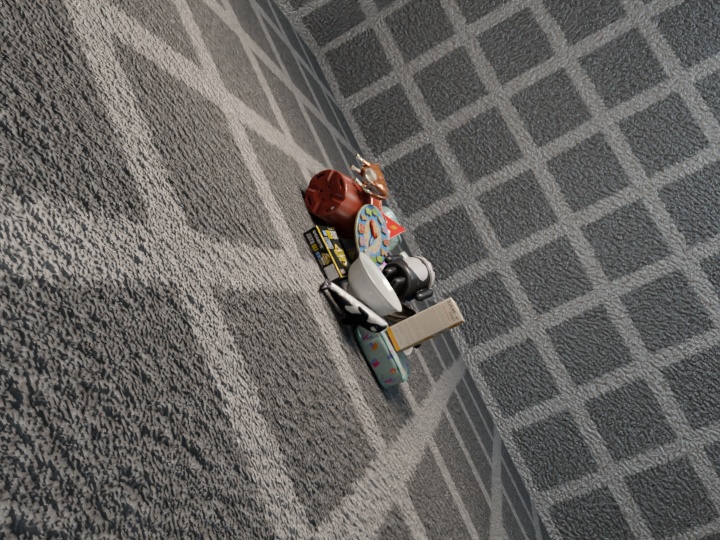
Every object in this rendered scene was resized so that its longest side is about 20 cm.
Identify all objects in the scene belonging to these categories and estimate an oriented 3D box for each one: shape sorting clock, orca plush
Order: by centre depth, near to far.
[{"bbox_3d":[-0.029,0.108,1.367,0.200,0.071,0.105,36,2,-18],"label":"orca plush"},{"bbox_3d":[0.038,-0.105,1.641,0.200,0.039,0.201,11,76,-54],"label":"shape sorting clock"}]

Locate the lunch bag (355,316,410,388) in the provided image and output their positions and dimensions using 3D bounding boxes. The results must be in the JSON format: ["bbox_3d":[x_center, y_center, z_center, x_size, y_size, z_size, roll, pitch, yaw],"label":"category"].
[{"bbox_3d":[0.064,0.225,1.491,0.200,0.077,0.160,63,10,-2],"label":"lunch bag"}]

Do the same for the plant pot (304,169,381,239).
[{"bbox_3d":[-0.064,-0.217,1.679,0.195,0.201,0.201,22,42,-60],"label":"plant pot"}]

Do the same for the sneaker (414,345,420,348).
[{"bbox_3d":[0.147,0.192,1.834,0.200,0.112,0.073,57,12,-28],"label":"sneaker"}]

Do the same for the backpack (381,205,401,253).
[{"bbox_3d":[0.064,-0.149,1.972,0.178,0.150,0.200,59,-16,-25],"label":"backpack"}]

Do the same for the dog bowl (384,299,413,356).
[{"bbox_3d":[0.125,0.183,1.690,0.200,0.059,0.201,-2,90,-69],"label":"dog bowl"}]

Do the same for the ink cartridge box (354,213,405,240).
[{"bbox_3d":[0.029,-0.167,1.818,0.200,0.176,0.045,39,-35,29],"label":"ink cartridge box"}]

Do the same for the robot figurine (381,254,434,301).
[{"bbox_3d":[0.145,0.021,1.654,0.200,0.125,0.151,-12,93,-45],"label":"robot figurine"}]

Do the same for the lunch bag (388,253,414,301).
[{"bbox_3d":[0.098,0.056,1.889,0.200,0.132,0.136,59,-4,-17],"label":"lunch bag"}]

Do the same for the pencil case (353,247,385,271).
[{"bbox_3d":[0.047,-0.004,1.764,0.200,0.084,0.085,48,12,19],"label":"pencil case"}]

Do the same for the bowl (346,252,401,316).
[{"bbox_3d":[0.023,0.055,1.487,0.201,0.090,0.201,51,11,-14],"label":"bowl"}]

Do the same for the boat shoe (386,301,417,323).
[{"bbox_3d":[0.077,0.107,1.581,0.065,0.200,0.072,112,0,-58],"label":"boat shoe"}]

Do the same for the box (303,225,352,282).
[{"bbox_3d":[-0.083,-0.047,1.531,0.160,0.049,0.200,62,12,4],"label":"box"}]

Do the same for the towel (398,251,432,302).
[{"bbox_3d":[0.184,0.027,1.888,0.171,0.048,0.200,53,-5,9],"label":"towel"}]

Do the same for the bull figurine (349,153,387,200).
[{"bbox_3d":[0.029,-0.296,1.665,0.121,0.065,0.200,24,28,-34],"label":"bull figurine"}]

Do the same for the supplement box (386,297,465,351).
[{"bbox_3d":[0.186,0.154,1.491,0.074,0.200,0.126,65,10,13],"label":"supplement box"}]

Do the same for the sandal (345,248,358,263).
[{"bbox_3d":[0.000,0.000,1.690,0.054,0.080,0.200,-74,146,-42],"label":"sandal"}]
